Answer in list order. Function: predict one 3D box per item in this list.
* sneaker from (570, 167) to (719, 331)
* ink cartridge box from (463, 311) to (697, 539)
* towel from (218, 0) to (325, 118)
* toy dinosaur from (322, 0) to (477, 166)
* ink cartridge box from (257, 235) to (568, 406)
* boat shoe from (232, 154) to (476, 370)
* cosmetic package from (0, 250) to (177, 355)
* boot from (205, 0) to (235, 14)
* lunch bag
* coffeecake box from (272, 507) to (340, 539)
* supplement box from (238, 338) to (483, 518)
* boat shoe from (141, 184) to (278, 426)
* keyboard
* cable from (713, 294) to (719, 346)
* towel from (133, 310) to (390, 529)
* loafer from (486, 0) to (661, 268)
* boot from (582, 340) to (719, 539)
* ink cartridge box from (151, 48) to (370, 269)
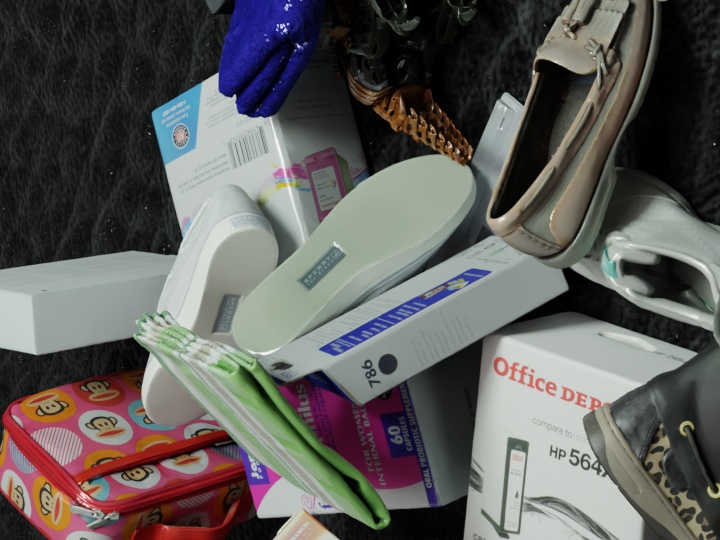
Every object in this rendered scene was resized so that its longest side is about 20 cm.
[{"bbox_3d":[0.167,-0.012,1.039,0.199,0.088,0.076,24,115,44],"label":"sneaker"},{"bbox_3d":[0.145,0.142,1.091,0.146,0.084,0.201,18,110,45],"label":"ink cartridge box"},{"bbox_3d":[-0.052,-0.219,1.172,0.148,0.049,0.201,130,150,-65],"label":"towel"},{"bbox_3d":[0.026,-0.159,1.191,0.200,0.102,0.136,41,141,14],"label":"toy dinosaur"},{"bbox_3d":[0.027,0.038,1.103,0.039,0.199,0.099,67,165,-12],"label":"ink cartridge box"},{"bbox_3d":[0.000,0.001,1.181,0.201,0.072,0.070,-40,58,-6],"label":"boat shoe"},{"bbox_3d":[-0.219,0.023,1.386,0.150,0.199,0.052,3,99,48],"label":"cosmetic package"},{"bbox_3d":[-0.105,-0.319,1.304,0.165,0.065,0.201,-52,56,48],"label":"boot"},{"bbox_3d":[-0.171,0.159,1.357,0.176,0.199,0.082,38,124,34],"label":"lunch bag"},{"bbox_3d":[0.026,0.274,1.190,0.073,0.154,0.200,-47,50,-11],"label":"coffeecake box"},{"bbox_3d":[0.010,0.110,1.217,0.199,0.103,0.102,-14,93,49],"label":"supplement box"},{"bbox_3d":[-0.117,0.026,1.255,0.069,0.072,0.201,-114,33,-45],"label":"boat shoe"},{"bbox_3d":[0.081,-0.024,1.192,0.056,0.011,0.201,41,125,30],"label":"keyboard"},{"bbox_3d":[0.228,-0.050,0.936,0.097,0.050,0.201,18,72,53],"label":"cable"},{"bbox_3d":[-0.064,0.091,1.108,0.149,0.031,0.200,48,166,-22],"label":"towel"},{"bbox_3d":[0.128,-0.104,1.034,0.072,0.063,0.201,1,73,56],"label":"loafer"},{"bbox_3d":[0.240,0.111,0.972,0.150,0.073,0.200,-41,104,12],"label":"boot"},{"bbox_3d":[-0.065,-0.048,1.291,0.144,0.084,0.201,-21,81,48],"label":"ink cartridge box"}]
